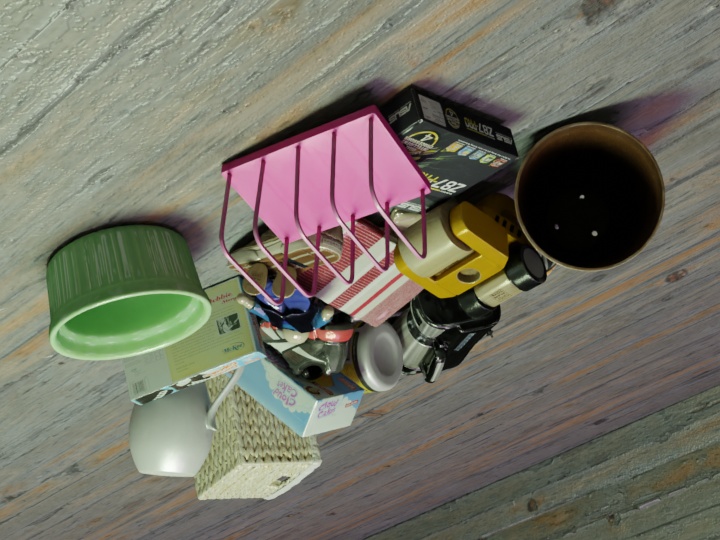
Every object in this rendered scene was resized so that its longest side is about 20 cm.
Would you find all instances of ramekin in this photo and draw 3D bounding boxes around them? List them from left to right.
[{"bbox_3d":[-0.290,0.026,1.384,0.198,0.099,0.200,-15,159,-6],"label":"ramekin"}]

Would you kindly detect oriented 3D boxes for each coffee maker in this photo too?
[{"bbox_3d":[0.147,0.069,1.816,0.191,0.135,0.200,-33,168,-27],"label":"coffee maker"}]

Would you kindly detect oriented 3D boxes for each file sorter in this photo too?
[{"bbox_3d":[-0.039,-0.060,1.239,0.198,0.126,0.139,-18,138,23],"label":"file sorter"}]

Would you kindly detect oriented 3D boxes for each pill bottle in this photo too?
[{"bbox_3d":[-0.040,0.144,1.803,0.199,0.114,0.112,-10,166,35],"label":"pill bottle"}]

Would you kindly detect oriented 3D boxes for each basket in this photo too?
[{"bbox_3d":[-0.190,0.273,1.936,0.160,0.202,0.198,5,150,-32],"label":"basket"}]

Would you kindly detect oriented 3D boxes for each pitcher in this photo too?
[{"bbox_3d":[-0.248,0.193,1.624,0.170,0.202,0.121,-3,164,25],"label":"pitcher"}]

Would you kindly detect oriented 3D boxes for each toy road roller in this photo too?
[{"bbox_3d":[0.146,-0.043,1.496,0.199,0.147,0.123,29,135,-33],"label":"toy road roller"}]

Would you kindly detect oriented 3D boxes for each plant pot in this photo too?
[{"bbox_3d":[0.295,-0.083,1.496,0.185,0.189,0.200,-19,173,4],"label":"plant pot"}]

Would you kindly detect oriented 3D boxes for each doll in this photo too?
[{"bbox_3d":[-0.104,0.048,1.508,0.135,0.049,0.200,6,159,13],"label":"doll"}]

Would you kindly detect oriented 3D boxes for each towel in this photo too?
[{"bbox_3d":[0.000,0.000,1.549,0.199,0.023,0.144,28,122,-38],"label":"towel"}]

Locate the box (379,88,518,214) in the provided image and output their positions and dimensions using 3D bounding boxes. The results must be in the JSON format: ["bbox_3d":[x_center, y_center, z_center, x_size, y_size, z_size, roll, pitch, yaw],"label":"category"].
[{"bbox_3d":[0.068,-0.135,1.334,0.160,0.050,0.199,-28,155,34],"label":"box"}]

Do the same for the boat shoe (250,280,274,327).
[{"bbox_3d":[-0.171,0.069,1.633,0.068,0.057,0.199,7,148,-46],"label":"boat shoe"}]

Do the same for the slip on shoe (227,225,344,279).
[{"bbox_3d":[-0.096,-0.034,1.441,0.076,0.061,0.199,22,156,-35],"label":"slip on shoe"}]

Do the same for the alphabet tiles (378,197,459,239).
[{"bbox_3d":[0.071,-0.046,1.599,0.194,0.015,0.200,-13,158,-18],"label":"alphabet tiles"}]

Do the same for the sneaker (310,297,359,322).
[{"bbox_3d":[-0.052,0.075,1.704,0.070,0.083,0.200,-9,158,-29],"label":"sneaker"}]

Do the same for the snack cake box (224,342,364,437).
[{"bbox_3d":[-0.107,0.164,1.702,0.115,0.199,0.068,-2,120,-53],"label":"snack cake box"}]

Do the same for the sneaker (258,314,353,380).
[{"bbox_3d":[-0.093,0.109,1.656,0.199,0.099,0.070,6,-172,42],"label":"sneaker"}]

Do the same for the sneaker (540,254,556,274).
[{"bbox_3d":[0.229,-0.030,1.682,0.198,0.078,0.078,-15,140,-28],"label":"sneaker"}]

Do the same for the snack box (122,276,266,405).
[{"bbox_3d":[-0.239,0.098,1.573,0.198,0.117,0.037,-21,158,10],"label":"snack box"}]
